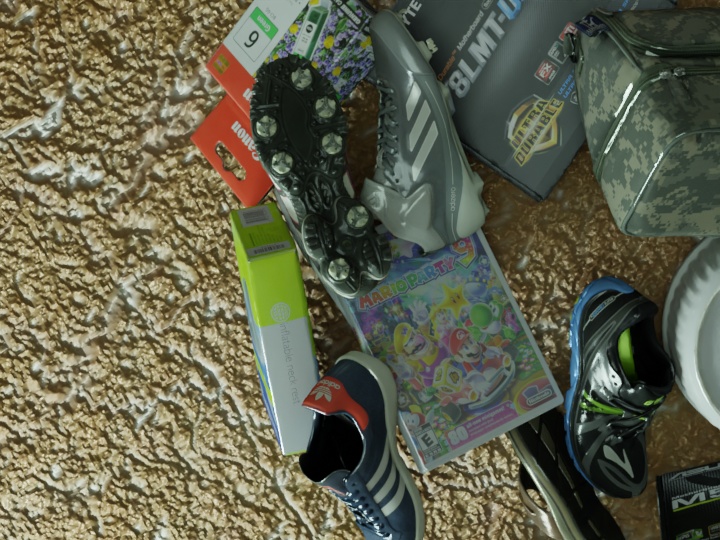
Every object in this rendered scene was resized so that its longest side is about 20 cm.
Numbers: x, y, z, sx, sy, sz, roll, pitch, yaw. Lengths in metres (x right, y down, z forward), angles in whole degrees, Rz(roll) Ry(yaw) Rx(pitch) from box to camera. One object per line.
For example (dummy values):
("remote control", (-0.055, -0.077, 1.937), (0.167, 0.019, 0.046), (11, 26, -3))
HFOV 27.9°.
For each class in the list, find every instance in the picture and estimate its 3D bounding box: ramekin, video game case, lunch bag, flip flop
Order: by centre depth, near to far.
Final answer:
("lunch bag", (0.267, -0.129, 1.112), (0.197, 0.169, 0.140), (-5, 143, -15))
("ramekin", (0.348, 0.055, 1.176), (0.197, 0.105, 0.203), (2, 100, 10))
("video game case", (0.068, 0.049, 1.213), (0.142, 0.018, 0.202), (-23, 82, -20))
("flip flop", (0.171, 0.200, 1.253), (0.057, 0.081, 0.202), (-26, 96, 35))

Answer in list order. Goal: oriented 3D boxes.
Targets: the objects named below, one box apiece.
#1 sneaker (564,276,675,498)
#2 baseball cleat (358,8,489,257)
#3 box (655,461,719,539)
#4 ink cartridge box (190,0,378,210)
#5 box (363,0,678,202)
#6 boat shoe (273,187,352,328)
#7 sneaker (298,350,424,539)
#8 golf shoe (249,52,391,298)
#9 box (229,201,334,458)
("sneaker", (0.218, 0.106, 1.201), (0.082, 0.070, 0.202), (24, 126, 49))
("baseball cleat", (0.033, -0.104, 1.167), (0.106, 0.070, 0.202), (-29, 108, -8))
("box", (0.338, 0.188, 1.156), (0.198, 0.193, 0.048), (-16, 99, 13))
("ink cartridge box", (-0.071, -0.161, 1.222), (0.200, 0.050, 0.109), (-50, 60, 14))
("box", (0.127, -0.195, 1.205), (0.197, 0.050, 0.201), (35, 103, 2))
("boat shoe", (0.000, 0.000, 1.249), (0.065, 0.072, 0.201), (-33, 90, 4))
("sneaker", (-0.006, 0.169, 1.174), (0.074, 0.084, 0.202), (8, 121, 41))
("golf shoe", (-0.040, -0.071, 1.157), (0.076, 0.088, 0.202), (-18, 83, -10))
("box", (-0.066, 0.057, 1.219), (0.047, 0.122, 0.203), (-12, 113, -8))
